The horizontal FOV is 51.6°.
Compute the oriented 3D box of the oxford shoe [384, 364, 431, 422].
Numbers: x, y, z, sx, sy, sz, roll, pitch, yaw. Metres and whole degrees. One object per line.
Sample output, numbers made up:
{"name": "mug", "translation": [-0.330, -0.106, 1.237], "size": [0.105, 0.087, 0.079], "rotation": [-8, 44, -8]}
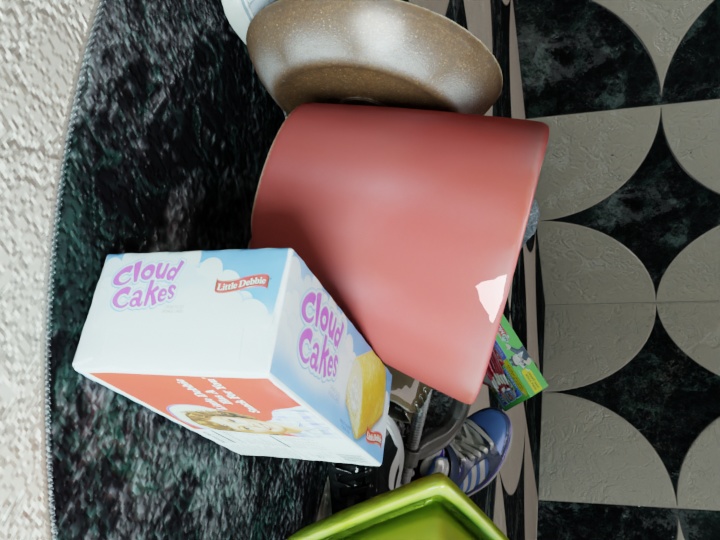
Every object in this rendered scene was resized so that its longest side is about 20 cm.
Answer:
{"name": "oxford shoe", "translation": [0.039, 0.091, 0.671], "size": [0.073, 0.196, 0.086], "rotation": [-41, -111, 59]}

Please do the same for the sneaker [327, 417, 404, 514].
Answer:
{"name": "sneaker", "translation": [-0.001, 0.220, 0.689], "size": [0.112, 0.071, 0.204], "rotation": [-62, 145, -56]}

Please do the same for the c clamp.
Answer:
{"name": "c clamp", "translation": [0.081, 0.141, 0.799], "size": [0.169, 0.027, 0.205], "rotation": [-4, 115, -48]}

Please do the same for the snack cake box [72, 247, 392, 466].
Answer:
{"name": "snack cake box", "translation": [-0.061, 0.062, 0.453], "size": [0.201, 0.112, 0.069], "rotation": [56, 39, -59]}

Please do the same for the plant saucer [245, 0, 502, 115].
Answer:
{"name": "plant saucer", "translation": [0.007, -0.135, 0.560], "size": [0.200, 0.196, 0.038], "rotation": [39, 61, -66]}

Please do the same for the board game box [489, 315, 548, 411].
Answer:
{"name": "board game box", "translation": [0.156, 0.077, 0.952], "size": [0.203, 0.029, 0.135], "rotation": [60, -10, 14]}

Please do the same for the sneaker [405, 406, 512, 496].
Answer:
{"name": "sneaker", "translation": [0.115, 0.226, 0.919], "size": [0.199, 0.080, 0.148], "rotation": [-41, 147, -15]}

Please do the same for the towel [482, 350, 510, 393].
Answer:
{"name": "towel", "translation": [0.117, 0.057, 0.953], "size": [0.203, 0.022, 0.144], "rotation": [64, -10, -7]}

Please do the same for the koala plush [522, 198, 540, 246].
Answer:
{"name": "koala plush", "translation": [0.153, -0.118, 1.067], "size": [0.203, 0.179, 0.180], "rotation": [-91, 174, -48]}

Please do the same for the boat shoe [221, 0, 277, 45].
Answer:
{"name": "boat shoe", "translation": [-0.043, -0.192, 0.606], "size": [0.200, 0.070, 0.072], "rotation": [27, 61, -71]}

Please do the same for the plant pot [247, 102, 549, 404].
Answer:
{"name": "plant pot", "translation": [0.025, -0.028, 0.533], "size": [0.200, 0.173, 0.205], "rotation": [17, 90, -81]}

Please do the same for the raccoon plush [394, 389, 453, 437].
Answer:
{"name": "raccoon plush", "translation": [0.067, 0.119, 0.890], "size": [0.200, 0.094, 0.138], "rotation": [9, 72, -73]}

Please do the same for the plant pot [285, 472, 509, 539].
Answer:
{"name": "plant pot", "translation": [0.041, 0.281, 0.551], "size": [0.200, 0.197, 0.183], "rotation": [47, 29, -23]}
